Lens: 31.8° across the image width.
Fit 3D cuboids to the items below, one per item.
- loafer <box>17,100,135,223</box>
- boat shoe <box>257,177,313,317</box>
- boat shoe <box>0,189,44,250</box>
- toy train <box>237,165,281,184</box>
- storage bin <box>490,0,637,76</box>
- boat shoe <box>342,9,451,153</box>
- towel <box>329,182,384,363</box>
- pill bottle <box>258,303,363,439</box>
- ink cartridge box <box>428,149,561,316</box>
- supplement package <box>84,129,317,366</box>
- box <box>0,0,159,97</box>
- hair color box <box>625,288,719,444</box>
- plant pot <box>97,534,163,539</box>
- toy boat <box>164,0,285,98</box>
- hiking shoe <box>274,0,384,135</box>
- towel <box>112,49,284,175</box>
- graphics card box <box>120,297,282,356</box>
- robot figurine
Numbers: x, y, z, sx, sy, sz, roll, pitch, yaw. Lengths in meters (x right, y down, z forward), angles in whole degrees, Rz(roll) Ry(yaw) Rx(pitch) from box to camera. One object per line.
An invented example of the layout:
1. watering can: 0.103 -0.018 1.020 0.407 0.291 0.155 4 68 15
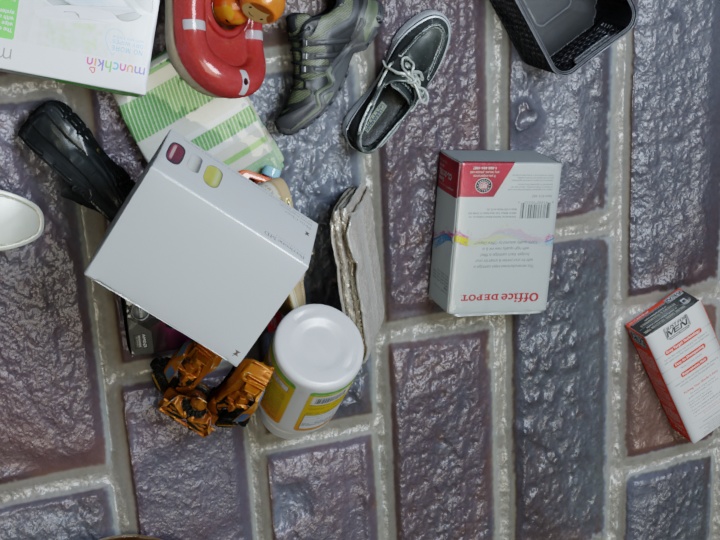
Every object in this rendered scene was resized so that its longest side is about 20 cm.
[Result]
1. loafer: -0.316 -0.105 1.469 0.070 0.068 0.201 -38 96 14
2. boat shoe: -0.090 -0.024 1.511 0.069 0.073 0.201 -38 138 -24
3. boat shoe: -0.466 -0.054 1.446 0.198 0.062 0.076 -7 93 -26
4. toy train: -0.171 -0.047 1.509 0.149 0.056 0.202 25 83 -15
5. storage bin: 0.237 -0.361 1.574 0.135 0.094 0.201 -36 115 -5
6. boat shoe: 0.051 -0.232 1.563 0.073 0.068 0.200 40 91 -25
7. towel: 0.000 0.000 1.587 0.034 0.133 0.203 -3 111 14
8. pill bottle: -0.070 0.134 1.564 0.109 0.201 0.112 7 60 -12
9. ink cartridge box: 0.173 -0.050 1.652 0.144 0.083 0.203 -1 107 -19
10. supplement package: -0.172 -0.025 1.390 0.199 0.111 0.156 32 115 -12
11. box: -0.327 -0.297 1.394 0.197 0.097 0.179 9 95 -21
12. hair color box: 0.470 0.138 1.822 0.101 0.061 0.201 -32 115 -7
13. plant pot: -0.299 0.479 1.620 0.184 0.188 0.202 4 120 -19
14. toy boat: -0.139 -0.296 1.418 0.130 0.130 0.203 -5 95 -51
15. hiking shoe: -0.060 -0.261 1.524 0.100 0.076 0.201 34 85 -16
16. towel: -0.196 -0.172 1.526 0.151 0.023 0.201 -31 115 -7
17. graphics card box: -0.199 0.026 1.569 0.197 0.051 0.127 -8 108 -15
18. robot figurine: -0.187 0.143 1.539 0.144 0.200 0.059 33 55 -9
